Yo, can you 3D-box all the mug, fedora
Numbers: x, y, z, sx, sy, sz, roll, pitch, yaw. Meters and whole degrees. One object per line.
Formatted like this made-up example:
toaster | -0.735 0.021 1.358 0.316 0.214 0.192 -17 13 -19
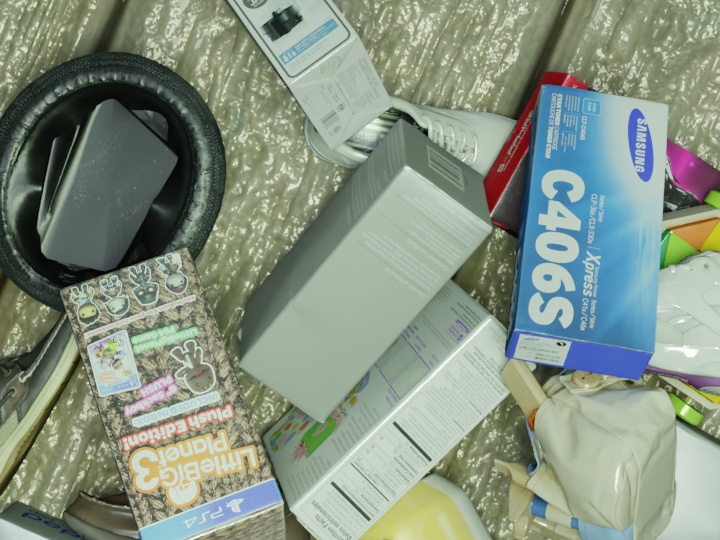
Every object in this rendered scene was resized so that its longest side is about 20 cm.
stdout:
mug | 0.052 0.238 1.026 0.148 0.187 0.154 -20 82 -16
fedora | -0.194 -0.065 1.054 0.198 0.092 0.203 0 91 0

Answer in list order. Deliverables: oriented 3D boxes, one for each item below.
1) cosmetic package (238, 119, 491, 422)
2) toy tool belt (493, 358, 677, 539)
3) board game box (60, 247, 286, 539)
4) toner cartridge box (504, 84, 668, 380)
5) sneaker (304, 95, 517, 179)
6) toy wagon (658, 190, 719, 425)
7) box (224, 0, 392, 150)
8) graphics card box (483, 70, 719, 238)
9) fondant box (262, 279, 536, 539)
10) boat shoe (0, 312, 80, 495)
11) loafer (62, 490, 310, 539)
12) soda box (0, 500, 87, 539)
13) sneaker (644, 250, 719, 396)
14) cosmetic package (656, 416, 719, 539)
cosmetic package | 0.000 0.000 1.004 0.090 0.107 0.200 33 112 -15
toy tool belt | 0.158 0.150 0.975 0.122 0.201 0.125 23 51 33
board game box | -0.132 0.114 0.984 0.096 0.160 0.201 -19 69 -10
toner cartridge box | 0.158 -0.030 0.941 0.094 0.043 0.202 9 61 0
sneaker | 0.054 -0.095 1.064 0.198 0.071 0.074 6 91 -2
toy wagon | 0.244 0.018 1.029 0.199 0.040 0.156 33 95 -16
box | -0.063 -0.198 1.006 0.060 0.117 0.201 -36 65 1
graphics card box | 0.199 -0.050 1.055 0.199 0.051 0.126 30 90 -16
fondant box | 0.023 0.101 1.029 0.200 0.144 0.058 -43 109 1
boat shoe | -0.274 0.102 1.068 0.064 0.073 0.201 31 91 -6
loafer | -0.133 0.191 1.078 0.198 0.073 0.072 8 81 -5
soda box | -0.202 0.254 1.074 0.198 0.068 0.064 24 91 0
sneaker | 0.213 0.027 0.979 0.198 0.075 0.101 15 79 -4
cosmetic package | 0.293 0.199 1.066 0.199 0.090 0.107 31 94 2
